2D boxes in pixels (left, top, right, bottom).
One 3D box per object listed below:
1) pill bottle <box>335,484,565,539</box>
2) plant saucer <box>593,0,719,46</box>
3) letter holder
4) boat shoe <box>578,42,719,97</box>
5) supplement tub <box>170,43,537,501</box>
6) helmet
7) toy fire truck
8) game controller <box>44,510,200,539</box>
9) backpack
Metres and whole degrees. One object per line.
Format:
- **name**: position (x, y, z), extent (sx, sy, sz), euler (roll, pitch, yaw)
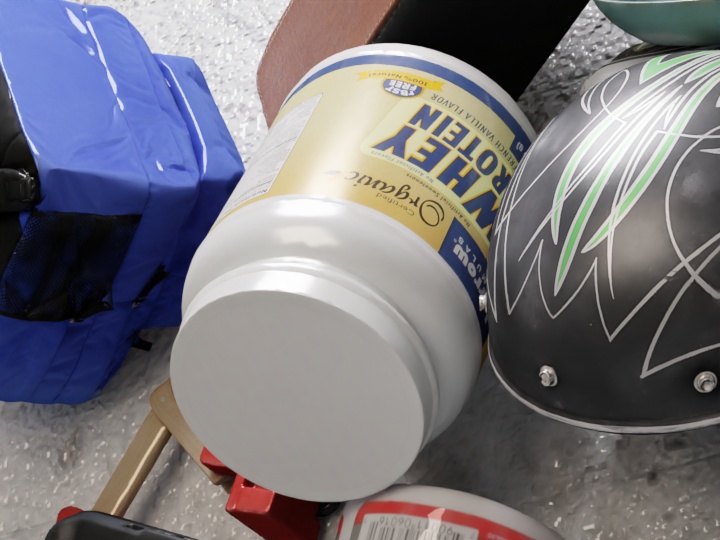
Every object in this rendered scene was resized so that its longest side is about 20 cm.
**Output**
- **pill bottle**: position (0.023, 0.209, 1.289), extent (0.114, 0.114, 0.201), euler (1, 64, 34)
- **plant saucer**: position (0.210, -0.135, 1.346), extent (0.200, 0.200, 0.028), euler (-2, 102, 33)
- **letter holder**: position (0.031, -0.157, 1.455), extent (0.200, 0.100, 0.142), euler (-54, 39, 36)
- **boat shoe**: position (0.206, -0.099, 1.376), extent (0.199, 0.072, 0.071), euler (0, 33, 19)
- **supplement tub**: position (0.000, 0.000, 1.336), extent (0.144, 0.145, 0.200), euler (-12, 31, 28)
- **helmet**: position (0.152, -0.002, 1.274), extent (0.199, 0.191, 0.201), euler (-17, 55, 25)
- **toy fire truck**: position (-0.072, 0.087, 1.468), extent (0.141, 0.049, 0.201), euler (3, 65, 37)
- **game controller**: position (-0.100, 0.179, 1.368), extent (0.200, 0.042, 0.105), euler (10, 78, 48)
- **backpack**: position (-0.163, -0.021, 1.521), extent (0.200, 0.167, 0.163), euler (-59, 35, 35)
